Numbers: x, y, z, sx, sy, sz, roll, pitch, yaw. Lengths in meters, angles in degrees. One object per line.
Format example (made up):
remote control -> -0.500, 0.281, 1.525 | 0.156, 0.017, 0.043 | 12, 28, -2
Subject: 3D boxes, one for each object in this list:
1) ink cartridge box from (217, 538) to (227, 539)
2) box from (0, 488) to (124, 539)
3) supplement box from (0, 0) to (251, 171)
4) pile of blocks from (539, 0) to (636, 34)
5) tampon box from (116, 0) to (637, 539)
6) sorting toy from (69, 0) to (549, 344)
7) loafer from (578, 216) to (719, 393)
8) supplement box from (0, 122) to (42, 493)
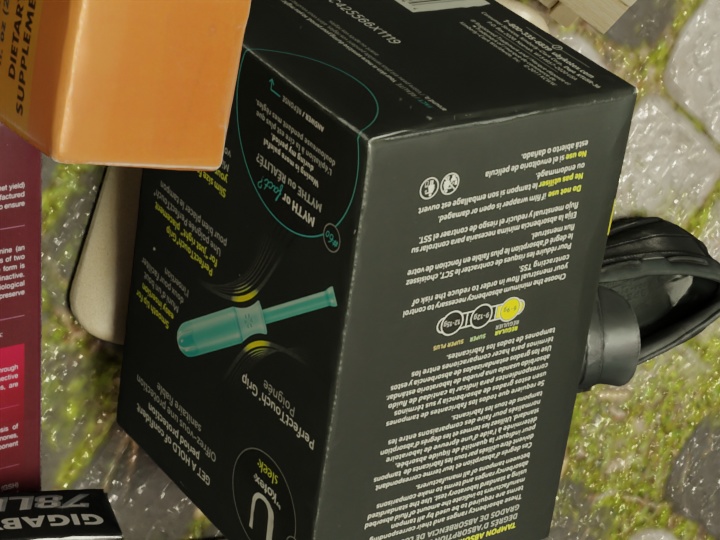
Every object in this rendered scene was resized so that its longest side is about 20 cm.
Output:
ink cartridge box -> -0.093, 0.204, 0.968 | 0.199, 0.085, 0.147 | -2, 110, -34
box -> -0.194, 0.184, 0.828 | 0.197, 0.050, 0.202 | 0, 111, -19
supplement box -> -0.115, -0.095, 0.748 | 0.068, 0.200, 0.067 | 0, 109, -32
pile of blocks -> 0.095, -0.151, 0.911 | 0.062, 0.200, 0.082 | 36, 96, -5
tampon box -> 0.000, 0.000, 0.850 | 0.125, 0.150, 0.201 | -12, 125, -33
sorting toy -> -0.014, -0.045, 0.952 | 0.199, 0.036, 0.187 | 11, 102, -39
loafer -> 0.100, 0.025, 1.025 | 0.200, 0.070, 0.069 | -22, 125, -39
supplement box -> -0.183, 0.033, 0.843 | 0.108, 0.061, 0.202 | -10, 115, -32
